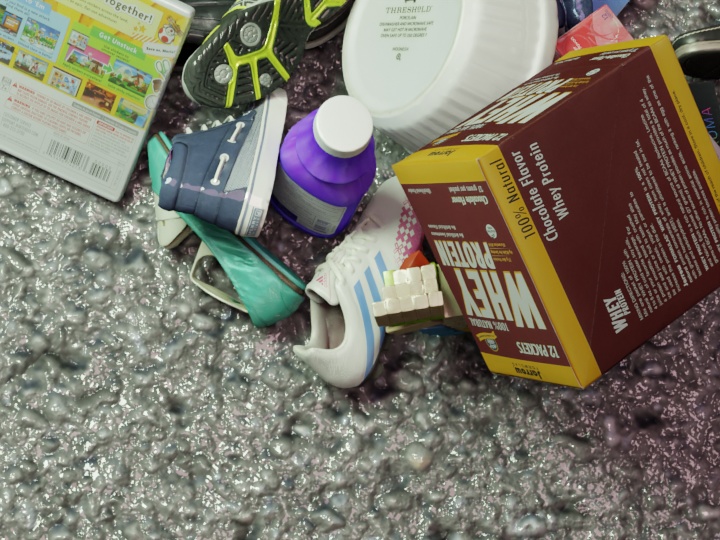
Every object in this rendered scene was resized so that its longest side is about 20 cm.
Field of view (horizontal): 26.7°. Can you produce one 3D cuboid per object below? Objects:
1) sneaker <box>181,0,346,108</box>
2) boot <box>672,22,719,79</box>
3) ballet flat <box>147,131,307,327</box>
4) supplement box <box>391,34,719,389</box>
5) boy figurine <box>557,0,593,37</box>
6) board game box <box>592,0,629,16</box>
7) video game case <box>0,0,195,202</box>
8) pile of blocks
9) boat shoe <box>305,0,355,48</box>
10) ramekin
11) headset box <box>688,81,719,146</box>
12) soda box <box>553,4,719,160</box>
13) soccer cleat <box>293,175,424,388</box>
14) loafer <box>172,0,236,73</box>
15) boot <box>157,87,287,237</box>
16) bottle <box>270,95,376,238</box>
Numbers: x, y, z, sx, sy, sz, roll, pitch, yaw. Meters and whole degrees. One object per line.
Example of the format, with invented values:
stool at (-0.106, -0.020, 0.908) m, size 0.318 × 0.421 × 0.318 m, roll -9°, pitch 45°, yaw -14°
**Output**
sneaker at (-0.083, -0.213, 1.323) m, size 0.200 × 0.076 × 0.076 m, roll -45°, pitch 118°, yaw -20°
boot at (0.372, -0.272, 1.463) m, size 0.197 × 0.073 × 0.153 m, roll -11°, pitch 79°, yaw -17°
ballet flat at (-0.134, -0.029, 1.310) m, size 0.070 × 0.067 × 0.200 m, roll -43°, pitch 84°, yaw 2°
supplement box at (0.170, -0.047, 1.195) m, size 0.199 × 0.132 × 0.199 m, roll -33°, pitch 106°, yaw -22°
boy figurine at (0.160, -0.302, 1.382) m, size 0.123 × 0.064 × 0.203 m, roll -15°, pitch 92°, yaw -13°
board game box at (0.174, -0.281, 1.448) m, size 0.158 × 0.039 × 0.201 m, roll 40°, pitch 77°, yaw -4°
video game case at (-0.264, -0.180, 1.293) m, size 0.198 × 0.023 × 0.184 m, roll 24°, pitch 108°, yaw -3°
pile of blocks at (0.065, 0.017, 1.296) m, size 0.081 × 0.199 × 0.063 m, roll -15°, pitch 75°, yaw 27°
boat shoe at (-0.010, -0.295, 1.402) m, size 0.071 × 0.061 × 0.202 m, roll 34°, pitch 72°, yaw -1°
ramekin at (0.068, -0.196, 1.310) m, size 0.093 × 0.201 × 0.205 m, roll 14°, pitch 71°, yaw -38°
headset box at (0.231, -0.067, 1.373) m, size 0.197 × 0.093 × 0.177 m, roll -6°, pitch 76°, yaw -12°
soda box at (0.240, -0.125, 1.308) m, size 0.070 × 0.063 × 0.201 m, roll -35°, pitch 83°, yaw -17°
soccer cleat at (0.000, 0.000, 1.312) m, size 0.086 × 0.069 × 0.203 m, roll 27°, pitch 71°, yaw -34°
loafer at (-0.191, -0.199, 1.338) m, size 0.198 × 0.068 × 0.071 m, roll -8°, pitch 67°, yaw -16°
boot at (-0.116, -0.107, 1.284) m, size 0.089 × 0.073 × 0.201 m, roll 16°, pitch 31°, yaw -9°
bottle at (-0.029, -0.089, 1.272) m, size 0.083 × 0.200 × 0.066 m, roll 33°, pitch 72°, yaw 1°
